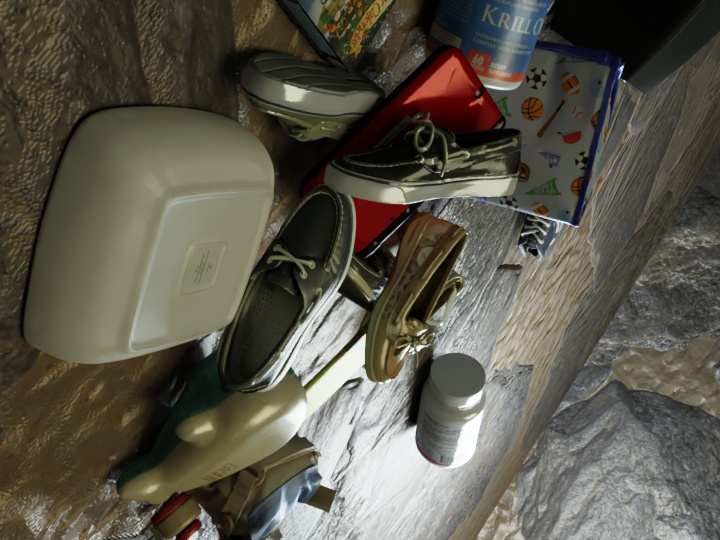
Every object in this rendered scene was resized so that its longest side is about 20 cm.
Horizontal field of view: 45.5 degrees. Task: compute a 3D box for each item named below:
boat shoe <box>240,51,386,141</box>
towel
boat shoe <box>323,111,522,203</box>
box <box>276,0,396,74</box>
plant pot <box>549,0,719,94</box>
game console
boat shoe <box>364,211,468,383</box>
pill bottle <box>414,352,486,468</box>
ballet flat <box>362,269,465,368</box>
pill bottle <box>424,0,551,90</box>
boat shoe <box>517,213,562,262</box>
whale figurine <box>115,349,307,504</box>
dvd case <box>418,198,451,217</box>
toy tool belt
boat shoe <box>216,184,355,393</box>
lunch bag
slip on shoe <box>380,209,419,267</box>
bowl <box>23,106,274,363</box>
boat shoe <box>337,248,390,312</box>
[{"bbox_3d":[-0.039,-0.141,0.742,0.199,0.072,0.062,-12,135,-61],"label":"boat shoe"},{"bbox_3d":[-0.032,0.121,1.036,0.200,0.018,0.086,-45,157,11],"label":"towel"},{"bbox_3d":[0.062,-0.102,0.768,0.197,0.074,0.069,-2,116,-22],"label":"boat shoe"},{"bbox_3d":[0.008,-0.284,0.710,0.201,0.037,0.136,-59,156,-2],"label":"box"},{"bbox_3d":[0.377,-0.359,1.175,0.178,0.199,0.199,-56,158,19],"label":"plant pot"},{"bbox_3d":[0.034,-0.123,0.868,0.200,0.119,0.172,-43,134,4],"label":"game console"},{"bbox_3d":[0.060,0.037,0.964,0.073,0.062,0.202,8,100,-63],"label":"boat shoe"},{"bbox_3d":[0.158,0.242,1.493,0.113,0.113,0.201,-41,150,-35],"label":"pill bottle"},{"bbox_3d":[0.079,0.071,1.210,0.200,0.069,0.070,-50,154,-21],"label":"ballet flat"},{"bbox_3d":[0.144,-0.297,0.870,0.112,0.112,0.202,-24,137,-52],"label":"pill bottle"},{"bbox_3d":[0.312,-0.087,1.468,0.093,0.074,0.200,-61,158,-16],"label":"boat shoe"},{"bbox_3d":[-0.151,0.149,0.844,0.199,0.104,0.159,-34,158,2],"label":"whale figurine"},{"bbox_3d":[0.089,-0.131,1.064,0.149,0.016,0.200,-53,155,-15],"label":"dvd case"},{"bbox_3d":[-0.116,0.257,0.932,0.199,0.123,0.125,-33,172,-46],"label":"toy tool belt"},{"bbox_3d":[-0.063,0.016,0.752,0.060,0.075,0.202,22,88,-75],"label":"boat shoe"},{"bbox_3d":[0.219,-0.181,1.051,0.124,0.168,0.202,-55,154,-50],"label":"lunch bag"},{"bbox_3d":[0.061,-0.029,1.058,0.061,0.076,0.200,-46,147,-4],"label":"slip on shoe"},{"bbox_3d":[-0.146,-0.020,0.666,0.199,0.074,0.202,-13,127,-59],"label":"bowl"},{"bbox_3d":[0.001,0.001,0.983,0.067,0.071,0.201,-62,161,-7],"label":"boat shoe"}]
